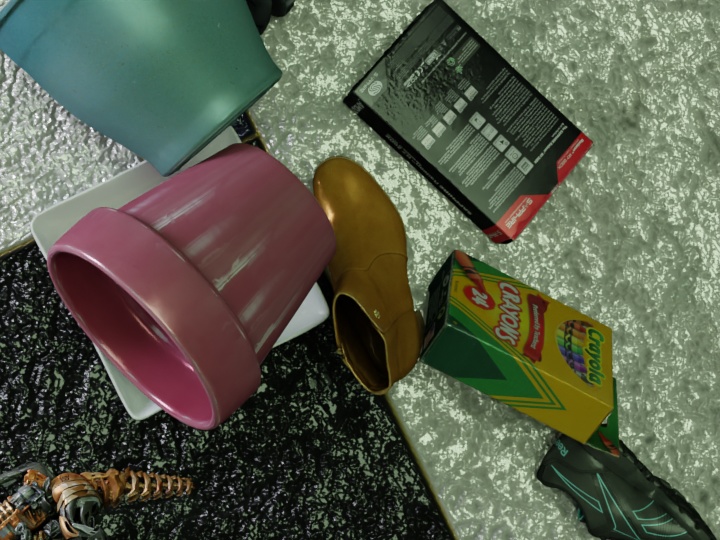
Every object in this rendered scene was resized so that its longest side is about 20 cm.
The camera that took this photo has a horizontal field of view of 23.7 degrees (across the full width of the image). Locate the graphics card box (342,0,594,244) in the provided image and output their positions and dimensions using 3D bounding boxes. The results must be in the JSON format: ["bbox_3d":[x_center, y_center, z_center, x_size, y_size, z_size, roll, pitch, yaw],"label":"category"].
[{"bbox_3d":[0.098,-0.135,1.561,0.200,0.051,0.125,42,78,-7],"label":"graphics card box"}]

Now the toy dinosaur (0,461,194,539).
[{"bbox_3d":[-0.242,0.216,1.439,0.200,0.102,0.136,-25,73,8],"label":"toy dinosaur"}]

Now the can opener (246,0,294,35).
[{"bbox_3d":[-0.148,-0.287,1.523,0.200,0.079,0.063,43,117,-3],"label":"can opener"}]

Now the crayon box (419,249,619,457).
[{"bbox_3d":[0.154,0.072,1.520,0.200,0.127,0.051,27,121,-10],"label":"crayon box"}]

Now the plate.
[{"bbox_3d":[-0.158,0.000,1.502,0.199,0.032,0.200,-29,92,-13],"label":"plate"}]

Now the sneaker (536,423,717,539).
[{"bbox_3d":[0.248,0.217,1.565,0.200,0.075,0.079,43,99,-6],"label":"sneaker"}]

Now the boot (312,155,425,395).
[{"bbox_3d":[0.000,0.001,1.476,0.071,0.144,0.201,-22,94,17],"label":"boot"}]

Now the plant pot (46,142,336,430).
[{"bbox_3d":[-0.125,-0.001,1.399,0.200,0.200,0.179,47,68,-5],"label":"plant pot"}]

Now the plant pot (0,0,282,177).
[{"bbox_3d":[-0.174,-0.188,1.430,0.200,0.200,0.188,-42,96,-13],"label":"plant pot"}]
